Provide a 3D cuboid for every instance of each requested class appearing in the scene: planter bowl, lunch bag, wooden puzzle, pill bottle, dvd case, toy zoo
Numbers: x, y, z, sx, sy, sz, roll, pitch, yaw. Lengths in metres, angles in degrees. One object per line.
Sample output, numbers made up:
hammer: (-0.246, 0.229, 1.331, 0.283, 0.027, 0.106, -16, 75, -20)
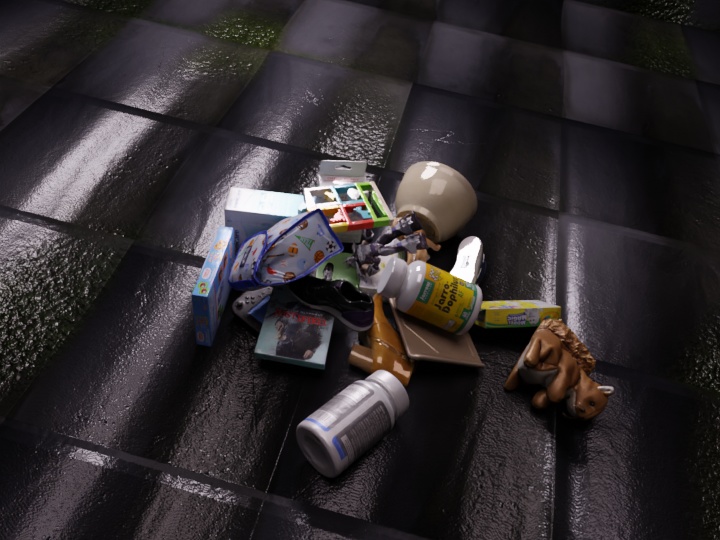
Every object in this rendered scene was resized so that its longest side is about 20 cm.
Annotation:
planter bowl: (0.165, -0.142, 1.624, 0.199, 0.201, 0.135, 24, 57, 14)
lunch bag: (-0.167, -0.031, 1.366, 0.200, 0.170, 0.124, -38, 103, -25)
wooden puzzle: (0.153, 0.130, 1.424, 0.184, 0.037, 0.201, 11, 35, -27)
pill bottle: (-0.010, 0.274, 1.229, 0.200, 0.114, 0.114, -32, 58, -34)
pill bottle: (0.141, 0.047, 1.388, 0.199, 0.113, 0.113, 24, 44, -10)
dvd case: (-0.127, 0.106, 1.381, 0.145, 0.022, 0.201, 10, 45, 1)
toy zoo: (-0.041, -0.137, 1.461, 0.199, 0.021, 0.132, -9, 50, -21)

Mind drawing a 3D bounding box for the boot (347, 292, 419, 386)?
boot: (0.064, 0.145, 1.410, 0.143, 0.071, 0.202, 20, 48, 1)

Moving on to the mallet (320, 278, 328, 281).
mallet: (-0.165, 0.048, 1.483, 0.199, 0.041, 0.066, 3, 60, 5)

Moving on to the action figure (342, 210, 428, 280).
action figure: (0.046, -0.054, 1.494, 0.199, 0.069, 0.131, -24, 59, 15)

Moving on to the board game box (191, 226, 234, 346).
board game box: (-0.300, 0.031, 1.391, 0.036, 0.152, 0.201, 9, 44, 1)

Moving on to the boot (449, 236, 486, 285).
boot: (0.246, 0.024, 1.541, 0.072, 0.091, 0.201, 6, 53, 33)

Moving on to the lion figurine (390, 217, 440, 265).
lion figurine: (0.128, -0.030, 1.532, 0.122, 0.072, 0.201, 29, 37, -34)

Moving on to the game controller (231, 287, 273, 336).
game controller: (-0.175, 0.104, 1.410, 0.200, 0.042, 0.104, 34, 65, 22)

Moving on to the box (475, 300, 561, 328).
box: (0.321, 0.095, 1.469, 0.199, 0.049, 0.117, 1, 5, -10)

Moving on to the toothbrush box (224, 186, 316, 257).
toothbrush box: (-0.207, -0.099, 1.540, 0.199, 0.147, 0.086, 5, 44, -4)

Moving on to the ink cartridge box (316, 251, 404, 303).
ink cartridge box: (0.000, 0.000, 1.550, 0.199, 0.048, 0.146, 9, 45, -5)

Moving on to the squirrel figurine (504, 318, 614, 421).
squirrel figurine: (0.422, 0.202, 1.364, 0.186, 0.142, 0.200, 31, 51, 11)

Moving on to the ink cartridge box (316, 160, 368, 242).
ink cartridge box: (-0.047, -0.160, 1.589, 0.116, 0.201, 0.068, 0, 45, -9)

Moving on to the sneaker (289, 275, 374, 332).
sneaker: (-0.055, 0.041, 1.377, 0.199, 0.088, 0.076, 25, 48, 17)
